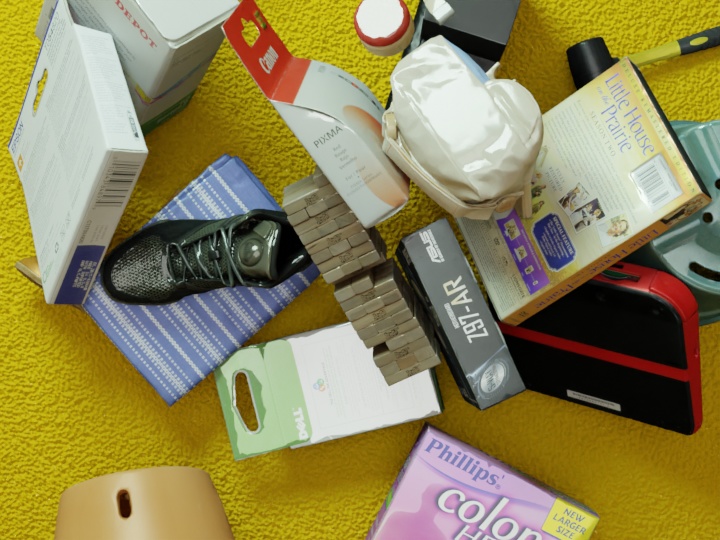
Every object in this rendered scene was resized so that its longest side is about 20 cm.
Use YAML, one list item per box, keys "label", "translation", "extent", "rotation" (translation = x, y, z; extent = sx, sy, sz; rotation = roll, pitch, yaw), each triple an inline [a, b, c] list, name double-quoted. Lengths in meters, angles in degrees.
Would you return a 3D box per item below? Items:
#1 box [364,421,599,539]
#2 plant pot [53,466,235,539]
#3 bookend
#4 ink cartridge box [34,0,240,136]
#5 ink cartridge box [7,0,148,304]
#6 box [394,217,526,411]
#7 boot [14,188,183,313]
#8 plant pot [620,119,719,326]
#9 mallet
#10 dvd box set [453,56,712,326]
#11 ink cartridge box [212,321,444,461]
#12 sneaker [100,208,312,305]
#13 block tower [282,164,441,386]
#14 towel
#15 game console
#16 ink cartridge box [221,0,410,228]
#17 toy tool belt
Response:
- label: "box"
  translation: [0.093, 0.270, 1.287]
  extent: [0.176, 0.097, 0.200]
  rotation: [28, 88, 2]
- label: "plant pot"
  translation: [-0.194, 0.261, 1.256]
  extent: [0.199, 0.200, 0.140]
  rotation: [-11, 70, 0]
- label: "bookend"
  translation: [0.082, -0.199, 1.254]
  extent: [0.092, 0.199, 0.201]
  rotation: [18, 89, 1]
- label: "ink cartridge box"
  translation: [-0.204, -0.226, 1.253]
  extent: [0.087, 0.200, 0.145]
  rotation: [-38, 87, -27]
- label: "ink cartridge box"
  translation: [-0.253, -0.107, 1.233]
  extent: [0.041, 0.200, 0.200]
  rotation: [1, 49, -31]
- label: "box"
  translation: [0.086, 0.040, 1.244]
  extent: [0.043, 0.200, 0.161]
  rotation: [-25, 88, -1]
- label: "boot"
  translation: [-0.209, -0.015, 1.322]
  extent: [0.201, 0.071, 0.144]
  rotation: [25, 83, -3]
- label: "plant pot"
  translation: [0.309, -0.049, 1.247]
  extent: [0.200, 0.196, 0.201]
  rotation: [0, 88, 0]
- label: "mallet"
  translation: [0.299, -0.201, 1.335]
  extent: [0.199, 0.041, 0.066]
  rotation: [-10, 88, -4]
- label: "dvd box set"
  translation: [0.176, -0.065, 1.173]
  extent: [0.200, 0.029, 0.147]
  rotation: [-35, 59, 22]
- label: "ink cartridge box"
  translation: [-0.030, 0.105, 1.311]
  extent: [0.199, 0.059, 0.104]
  rotation: [-14, 88, 5]
- label: "sneaker"
  translation: [-0.131, -0.015, 1.223]
  extent: [0.199, 0.114, 0.076]
  rotation: [-8, 89, -7]
- label: "block tower"
  translation: [0.000, 0.000, 1.203]
  extent: [0.058, 0.054, 0.200]
  rotation: [-25, 110, 10]
- label: "towel"
  translation: [-0.147, 0.006, 1.288]
  extent: [0.200, 0.024, 0.145]
  rotation: [-41, 95, -7]
- label: "game console"
  translation: [0.205, 0.057, 1.238]
  extent: [0.200, 0.177, 0.031]
  rotation: [15, 49, 32]
- label: "ink cartridge box"
  translation: [-0.029, -0.147, 1.164]
  extent: [0.050, 0.162, 0.200]
  rotation: [-31, 106, 14]
- label: "toy tool belt"
  translation: [0.072, -0.130, 1.148]
  extent: [0.125, 0.123, 0.200]
  rotation: [-39, 71, 1]
